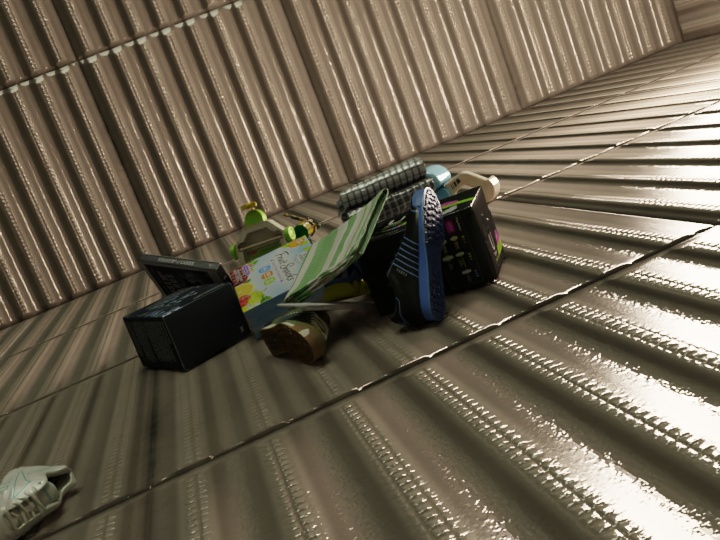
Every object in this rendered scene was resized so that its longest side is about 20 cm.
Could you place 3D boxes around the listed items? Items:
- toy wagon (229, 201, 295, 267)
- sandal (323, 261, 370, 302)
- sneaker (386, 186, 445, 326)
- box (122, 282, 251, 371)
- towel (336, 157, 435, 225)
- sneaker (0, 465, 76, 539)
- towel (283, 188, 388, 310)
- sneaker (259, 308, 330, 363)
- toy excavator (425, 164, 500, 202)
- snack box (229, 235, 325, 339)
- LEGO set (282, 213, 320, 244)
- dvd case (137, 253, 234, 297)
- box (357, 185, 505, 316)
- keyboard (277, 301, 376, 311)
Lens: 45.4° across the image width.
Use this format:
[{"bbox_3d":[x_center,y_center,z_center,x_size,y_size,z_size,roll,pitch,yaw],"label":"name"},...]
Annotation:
[{"bbox_3d":[-0.202,-0.047,1.820,0.154,0.202,0.039,-16,-2,25],"label":"toy wagon"},{"bbox_3d":[0.000,0.000,1.462,0.079,0.088,0.199,-18,-5,28],"label":"sandal"},{"bbox_3d":[0.075,-0.020,1.235,0.077,0.202,0.070,-11,-22,31],"label":"sneaker"},{"bbox_3d":[-0.324,0.103,1.594,0.148,0.108,0.199,-29,14,-34],"label":"box"},{"bbox_3d":[0.043,-0.121,1.532,0.164,0.086,0.200,-26,-2,-3],"label":"towel"},{"bbox_3d":[-0.410,0.280,1.027,0.079,0.071,0.200,-17,11,9],"label":"sneaker"},{"bbox_3d":[-0.041,-0.032,1.344,0.200,0.023,0.153,-37,22,44],"label":"towel"},{"bbox_3d":[-0.082,0.087,1.305,0.089,0.068,0.200,-32,11,-23],"label":"sneaker"},{"bbox_3d":[0.192,-0.188,1.952,0.100,0.195,0.200,-35,-11,-51],"label":"toy excavator"},{"bbox_3d":[-0.144,0.026,1.591,0.167,0.068,0.200,-26,27,-4],"label":"snack box"},{"bbox_3d":[-0.155,-0.053,1.897,0.198,0.155,0.116,-12,14,27],"label":"LEGO set"},{"bbox_3d":[-0.331,0.031,1.714,0.198,0.151,0.025,6,52,28],"label":"dvd case"},{"bbox_3d":[0.112,-0.032,1.359,0.198,0.125,0.149,-19,12,18],"label":"box"},{"bbox_3d":[-0.046,0.053,1.338,0.056,0.011,0.199,8,3,34],"label":"keyboard"}]
